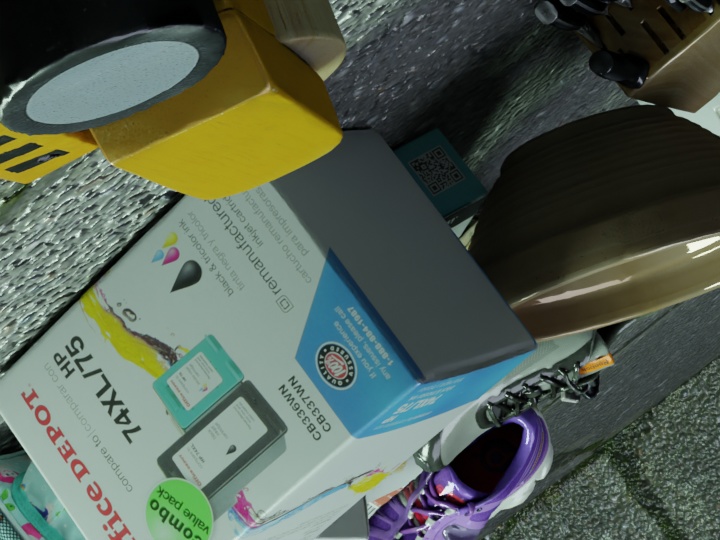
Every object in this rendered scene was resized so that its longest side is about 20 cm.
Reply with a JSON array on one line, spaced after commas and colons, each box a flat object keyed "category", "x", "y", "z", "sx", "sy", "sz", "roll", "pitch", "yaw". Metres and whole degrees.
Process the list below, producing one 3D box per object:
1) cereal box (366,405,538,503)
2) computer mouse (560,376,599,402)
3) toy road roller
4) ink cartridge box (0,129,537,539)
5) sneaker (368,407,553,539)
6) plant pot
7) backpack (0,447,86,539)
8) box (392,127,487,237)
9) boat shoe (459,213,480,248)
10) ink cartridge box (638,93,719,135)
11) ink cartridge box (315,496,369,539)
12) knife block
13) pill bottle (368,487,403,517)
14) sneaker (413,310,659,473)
[{"category": "cereal box", "x": 0.009, "y": 0.112, "z": 1.458, "sx": 0.200, "sy": 0.040, "sz": 0.144, "roll": -29, "pitch": 148, "yaw": 19}, {"category": "computer mouse", "x": 0.129, "y": 0.015, "z": 1.497, "sx": 0.053, "sy": 0.139, "sz": 0.200, "roll": 0, "pitch": 169, "yaw": 21}, {"category": "toy road roller", "x": -0.102, "y": -0.076, "z": 0.554, "sx": 0.146, "sy": 0.123, "sz": 0.200, "roll": -24, "pitch": 169, "yaw": 13}, {"category": "ink cartridge box", "x": -0.049, "y": 0.050, "z": 1.043, "sx": 0.200, "sy": 0.147, "sz": 0.146, "roll": -43, "pitch": 166, "yaw": 24}, {"category": "sneaker", "x": 0.047, "y": 0.162, "z": 1.390, "sx": 0.200, "sy": 0.081, "sz": 0.083, "roll": -51, "pitch": 163, "yaw": -7}, {"category": "plant pot", "x": 0.137, "y": -0.031, "z": 1.149, "sx": 0.200, "sy": 0.093, "sz": 0.201, "roll": -17, "pitch": 168, "yaw": -4}, {"category": "backpack", "x": -0.134, "y": 0.183, "z": 1.170, "sx": 0.151, "sy": 0.200, "sz": 0.177, "roll": -41, "pitch": 165, "yaw": 20}, {"category": "box", "x": 0.000, "y": 0.000, "z": 1.208, "sx": 0.082, "sy": 0.049, "sz": 0.200, "roll": -30, "pitch": 165, "yaw": -28}, {"category": "boat shoe", "x": 0.066, "y": -0.009, "z": 1.321, "sx": 0.072, "sy": 0.065, "sz": 0.200, "roll": -42, "pitch": -172, "yaw": -19}, {"category": "ink cartridge box", "x": 0.305, "y": -0.116, "z": 1.377, "sx": 0.200, "sy": 0.144, "sz": 0.084, "roll": -28, "pitch": 164, "yaw": -33}, {"category": "ink cartridge box", "x": -0.094, "y": 0.179, "z": 1.398, "sx": 0.144, "sy": 0.084, "sz": 0.200, "roll": 2, "pitch": 151, "yaw": -20}, {"category": "knife block", "x": 0.148, "y": -0.128, "z": 1.116, "sx": 0.175, "sy": 0.064, "sz": 0.200, "roll": -29, "pitch": 166, "yaw": -26}, {"category": "pill bottle", "x": 0.050, "y": 0.113, "z": 1.591, "sx": 0.112, "sy": 0.112, "sz": 0.200, "roll": -21, "pitch": 160, "yaw": -48}, {"category": "sneaker", "x": 0.110, "y": 0.058, "z": 1.345, "sx": 0.200, "sy": 0.079, "sz": 0.074, "roll": -44, "pitch": 153, "yaw": -8}]
